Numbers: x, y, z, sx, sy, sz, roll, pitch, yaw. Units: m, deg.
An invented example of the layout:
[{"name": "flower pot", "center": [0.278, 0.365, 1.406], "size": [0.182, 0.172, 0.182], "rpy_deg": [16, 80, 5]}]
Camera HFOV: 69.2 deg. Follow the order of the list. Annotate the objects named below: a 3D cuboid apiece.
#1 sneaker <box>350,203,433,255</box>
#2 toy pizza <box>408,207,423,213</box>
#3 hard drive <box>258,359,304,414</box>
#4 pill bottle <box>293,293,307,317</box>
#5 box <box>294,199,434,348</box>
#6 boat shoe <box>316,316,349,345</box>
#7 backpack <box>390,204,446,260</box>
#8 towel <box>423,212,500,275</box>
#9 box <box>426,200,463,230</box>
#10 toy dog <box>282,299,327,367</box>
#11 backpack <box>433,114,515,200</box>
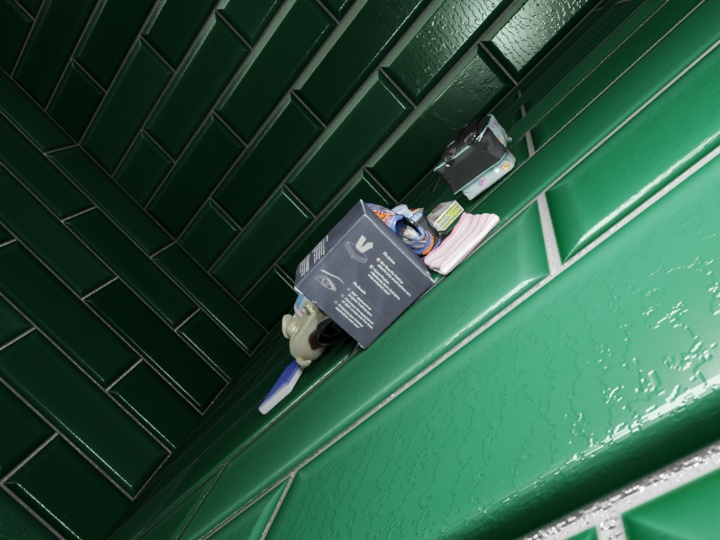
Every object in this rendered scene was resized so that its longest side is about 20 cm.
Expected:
[{"name": "sneaker", "center": [0.068, -0.103, 1.140], "size": [0.079, 0.197, 0.076], "rpy_deg": [57, -124, -72]}, {"name": "toy pizza", "center": [0.090, -0.125, 1.465], "size": [0.199, 0.032, 0.200], "rpy_deg": [-35, 2, 1]}, {"name": "hard drive", "center": [-0.203, 0.304, 1.471], "size": [0.132, 0.025, 0.200], "rpy_deg": [-44, 6, 25]}, {"name": "pill bottle", "center": [-0.129, 0.086, 1.531], "size": [0.202, 0.107, 0.109], "rpy_deg": [-62, -1, 22]}, {"name": "box", "center": [0.005, 0.007, 1.040], "size": [0.200, 0.196, 0.118], "rpy_deg": [-44, 18, 12]}, {"name": "boat shoe", "center": [-0.033, 0.123, 1.224], "size": [0.198, 0.075, 0.063], "rpy_deg": [-31, 28, 34]}, {"name": "backpack", "center": [0.091, -0.066, 1.272], "size": [0.183, 0.147, 0.200], "rpy_deg": [-43, 2, -1]}, {"name": "towel", "center": [0.194, -0.058, 1.046], "size": [0.147, 0.030, 0.200], "rpy_deg": [-47, 6, 2]}, {"name": "box", "center": [0.212, -0.138, 1.433], "size": [0.110, 0.035, 0.200], "rpy_deg": [-46, 6, 2]}, {"name": "toy dog", "center": [-0.109, 0.139, 1.379], "size": [0.200, 0.139, 0.195], "rpy_deg": [-42, 16, 26]}, {"name": "backpack", "center": [0.289, -0.285, 1.289], "size": [0.175, 0.153, 0.201], "rpy_deg": [-39, 18, 33]}]
